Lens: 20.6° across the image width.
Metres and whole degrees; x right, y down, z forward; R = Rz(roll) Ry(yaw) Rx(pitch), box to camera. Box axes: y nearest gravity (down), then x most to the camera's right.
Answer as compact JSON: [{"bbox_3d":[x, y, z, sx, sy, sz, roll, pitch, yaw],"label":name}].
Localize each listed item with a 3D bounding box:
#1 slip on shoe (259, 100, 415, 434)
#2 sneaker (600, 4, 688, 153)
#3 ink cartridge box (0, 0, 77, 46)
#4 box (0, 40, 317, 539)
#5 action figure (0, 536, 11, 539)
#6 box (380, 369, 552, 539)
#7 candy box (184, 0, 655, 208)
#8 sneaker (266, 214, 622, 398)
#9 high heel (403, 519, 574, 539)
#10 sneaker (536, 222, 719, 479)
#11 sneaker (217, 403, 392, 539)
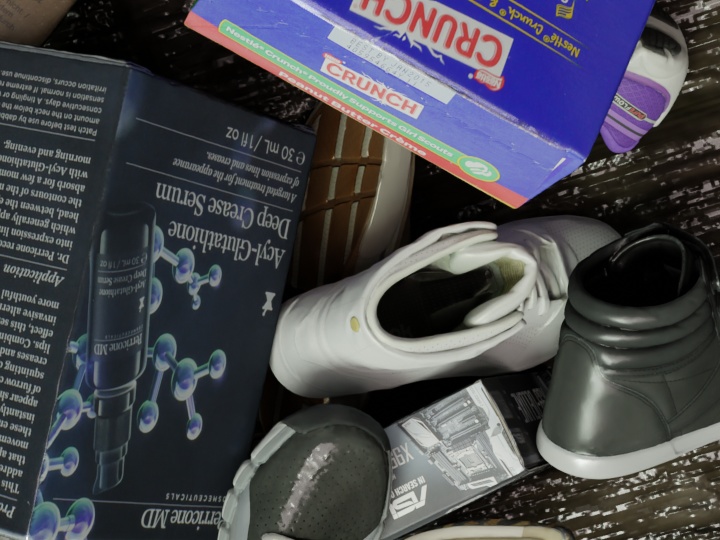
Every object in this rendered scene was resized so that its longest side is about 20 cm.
[{"bbox_3d":[0.000,0.000,0.994,0.061,0.076,0.200,-3,108,-42],"label":"slip on shoe"},{"bbox_3d":[0.053,-0.104,0.935,0.200,0.081,0.084,20,120,-4],"label":"sneaker"},{"bbox_3d":[-0.225,-0.164,0.901,0.200,0.075,0.165,39,87,-11],"label":"ink cartridge box"},{"bbox_3d":[-0.119,0.013,0.873,0.107,0.148,0.200,12,89,31],"label":"box"},{"bbox_3d":[-0.143,0.125,1.027,0.102,0.119,0.200,14,105,-23],"label":"action figure"},{"bbox_3d":[0.003,0.114,0.984,0.200,0.158,0.050,-27,82,14],"label":"box"},{"bbox_3d":[0.046,-0.154,0.852,0.169,0.200,0.077,30,155,-8],"label":"candy box"},{"bbox_3d":[0.067,0.012,0.918,0.200,0.116,0.074,-17,87,-29],"label":"sneaker"},{"bbox_3d":[0.069,0.171,1.013,0.200,0.142,0.072,-39,62,37],"label":"high heel"},{"bbox_3d":[0.168,0.020,0.930,0.200,0.071,0.099,-20,129,-34],"label":"sneaker"},{"bbox_3d":[-0.033,0.164,0.852,0.075,0.116,0.200,17,114,-20],"label":"sneaker"}]
